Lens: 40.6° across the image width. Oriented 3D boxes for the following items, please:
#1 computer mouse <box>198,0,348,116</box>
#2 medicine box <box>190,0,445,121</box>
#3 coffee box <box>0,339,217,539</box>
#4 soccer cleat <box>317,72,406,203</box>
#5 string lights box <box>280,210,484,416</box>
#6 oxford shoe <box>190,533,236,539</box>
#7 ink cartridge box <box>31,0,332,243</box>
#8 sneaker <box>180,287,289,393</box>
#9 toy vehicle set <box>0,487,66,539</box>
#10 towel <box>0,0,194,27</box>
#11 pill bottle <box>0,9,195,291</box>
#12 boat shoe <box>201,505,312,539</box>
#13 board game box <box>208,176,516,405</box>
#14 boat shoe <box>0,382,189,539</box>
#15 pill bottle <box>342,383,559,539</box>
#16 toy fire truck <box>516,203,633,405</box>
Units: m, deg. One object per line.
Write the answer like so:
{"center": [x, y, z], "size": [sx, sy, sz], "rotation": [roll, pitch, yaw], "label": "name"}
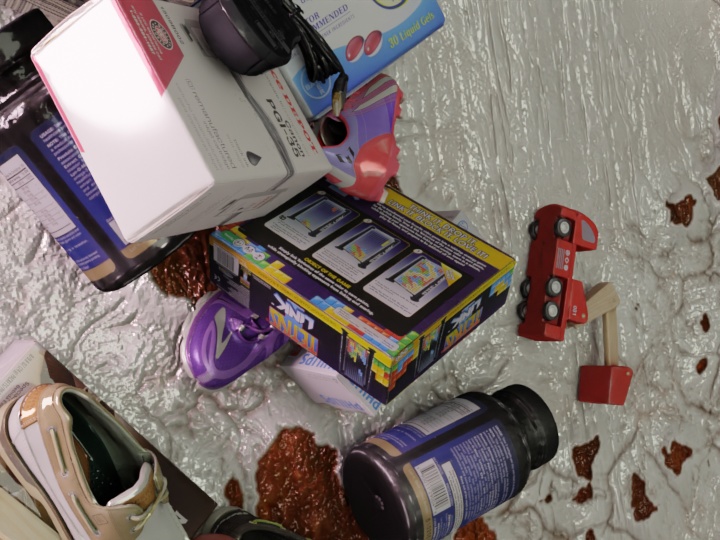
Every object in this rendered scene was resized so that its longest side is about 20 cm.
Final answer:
{"center": [-0.065, -0.162, 0.726], "size": [0.046, 0.200, 0.141], "rotation": [-32, 111, 16], "label": "computer mouse"}
{"center": [-0.054, -0.257, 0.873], "size": [0.182, 0.103, 0.201], "rotation": [-40, 108, -26], "label": "medicine box"}
{"center": [-0.227, 0.162, 0.763], "size": [0.200, 0.080, 0.113], "rotation": [47, 65, -21], "label": "coffee box"}
{"center": [-0.004, -0.133, 0.870], "size": [0.076, 0.067, 0.201], "rotation": [24, 33, -17], "label": "soccer cleat"}
{"center": [0.026, 0.036, 0.908], "size": [0.059, 0.103, 0.200], "rotation": [49, 65, -24], "label": "string lights box"}
{"center": [-0.101, 0.309, 0.808], "size": [0.070, 0.075, 0.201], "rotation": [-19, 124, 6], "label": "oxford shoe"}
{"center": [-0.120, -0.112, 0.710], "size": [0.147, 0.082, 0.200], "rotation": [61, 22, 3], "label": "ink cartridge box"}
{"center": [-0.073, 0.029, 0.860], "size": [0.200, 0.083, 0.081], "rotation": [-41, 108, -25], "label": "sneaker"}
{"center": [-0.246, 0.241, 0.726], "size": [0.200, 0.124, 0.027], "rotation": [48, 34, -21], "label": "toy vehicle set"}
{"center": [-0.220, -0.233, 0.719], "size": [0.199, 0.192, 0.035], "rotation": [22, 69, -27], "label": "towel"}
{"center": [-0.218, -0.092, 0.752], "size": [0.112, 0.112, 0.201], "rotation": [-44, 110, -25], "label": "pill bottle"}
{"center": [-0.052, 0.280, 0.875], "size": [0.201, 0.060, 0.072], "rotation": [37, 70, -25], "label": "boat shoe"}
{"center": [0.000, 0.000, 0.808], "size": [0.165, 0.199, 0.057], "rotation": [-33, 144, -38], "label": "board game box"}
{"center": [-0.175, 0.165, 0.696], "size": [0.200, 0.068, 0.075], "rotation": [52, 36, -19], "label": "boat shoe"}
{"center": [0.092, 0.184, 0.937], "size": [0.199, 0.112, 0.113], "rotation": [-20, 98, -30], "label": "pill bottle"}
{"center": [0.242, 0.039, 1.071], "size": [0.140, 0.049, 0.202], "rotation": [15, 79, -30], "label": "toy fire truck"}
